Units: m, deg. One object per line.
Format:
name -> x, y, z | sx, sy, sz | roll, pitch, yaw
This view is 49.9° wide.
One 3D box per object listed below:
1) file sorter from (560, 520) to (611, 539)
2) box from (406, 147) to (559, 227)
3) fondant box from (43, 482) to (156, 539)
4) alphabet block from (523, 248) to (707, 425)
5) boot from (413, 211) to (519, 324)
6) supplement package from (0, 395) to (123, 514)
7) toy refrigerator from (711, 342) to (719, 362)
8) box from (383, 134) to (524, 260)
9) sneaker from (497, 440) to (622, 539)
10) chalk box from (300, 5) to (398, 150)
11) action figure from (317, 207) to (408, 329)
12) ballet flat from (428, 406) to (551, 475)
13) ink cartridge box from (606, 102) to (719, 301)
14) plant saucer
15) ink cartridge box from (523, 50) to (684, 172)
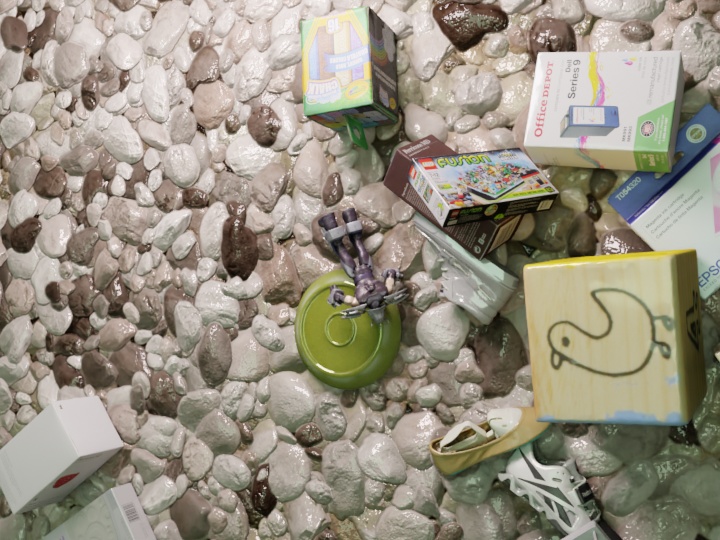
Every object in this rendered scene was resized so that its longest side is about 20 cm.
file sorter -> 0.319, 0.470, 1.020 | 0.138, 0.125, 0.200 | -38, 98, 17
box -> 0.176, -0.122, 1.110 | 0.111, 0.198, 0.035 | 58, 145, 33
fondant box -> -0.483, 0.513, 1.445 | 0.199, 0.058, 0.145 | -37, 74, 19
alphabet block -> 0.337, 0.081, 1.014 | 0.193, 0.196, 0.203 | -5, 91, 29
boot -> 0.141, -0.003, 1.192 | 0.200, 0.073, 0.096 | 39, 105, 25
supplement package -> -0.573, 0.346, 1.459 | 0.200, 0.121, 0.120 | -40, 72, 17
toy refrigerator -> 0.488, 0.105, 0.963 | 0.076, 0.200, 0.070 | -36, 74, 18
box -> 0.143, -0.115, 1.172 | 0.199, 0.100, 0.075 | 39, 132, 20
sneaker -> 0.299, 0.321, 1.103 | 0.199, 0.074, 0.089 | 36, 103, 21
chalk box -> -0.015, -0.297, 1.248 | 0.122, 0.124, 0.203 | -3, 85, 23
action figure -> 0.000, 0.000, 1.237 | 0.129, 0.069, 0.202 | -15, 74, -22
ballet flat -> 0.189, 0.245, 1.153 | 0.199, 0.069, 0.063 | -32, 109, 19
ink cartridge box -> 0.477, -0.097, 1.066 | 0.196, 0.043, 0.200 | -46, 73, 15
plant saucer -> -0.029, 0.097, 1.283 | 0.198, 0.031, 0.203 | -1, 87, 23
ink cartridge box -> 0.344, -0.226, 1.096 | 0.198, 0.087, 0.147 | 8, 82, 28
